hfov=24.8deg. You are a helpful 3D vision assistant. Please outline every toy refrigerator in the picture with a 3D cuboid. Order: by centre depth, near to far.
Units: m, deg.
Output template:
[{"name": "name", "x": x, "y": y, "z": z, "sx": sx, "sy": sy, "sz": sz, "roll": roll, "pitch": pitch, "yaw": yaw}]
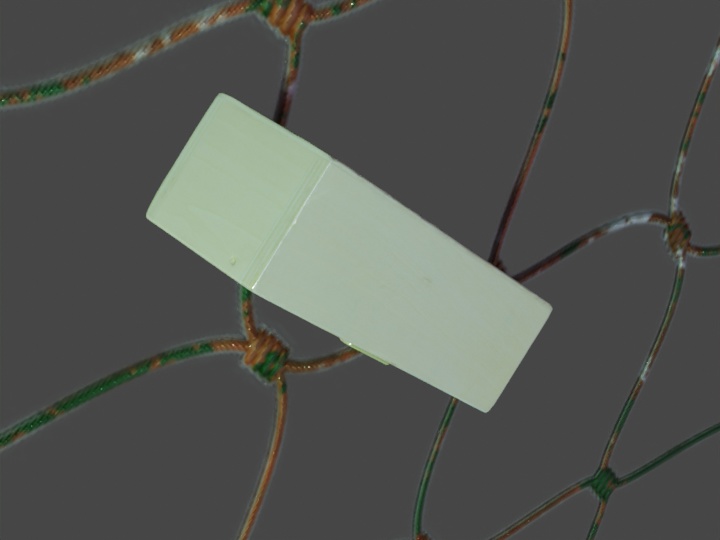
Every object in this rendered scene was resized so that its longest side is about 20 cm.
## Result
[{"name": "toy refrigerator", "x": 0.000, "y": 0.000, "z": 0.738, "sx": 0.200, "sy": 0.076, "sz": 0.070, "roll": 30, "pitch": 92, "yaw": -53}]
